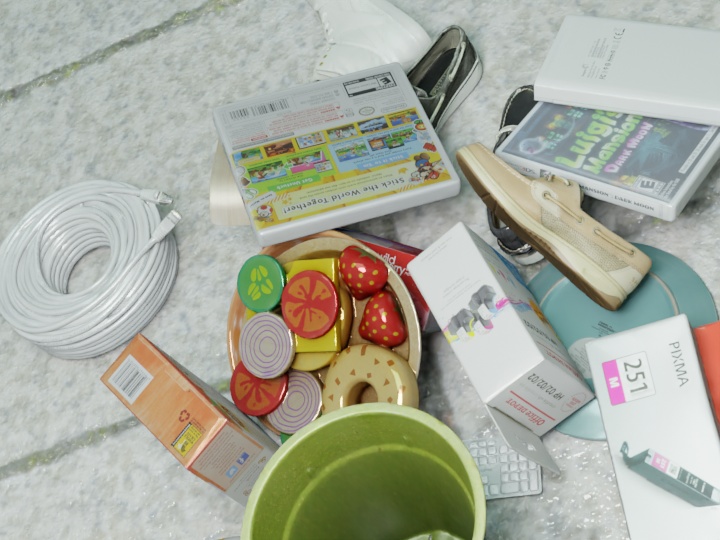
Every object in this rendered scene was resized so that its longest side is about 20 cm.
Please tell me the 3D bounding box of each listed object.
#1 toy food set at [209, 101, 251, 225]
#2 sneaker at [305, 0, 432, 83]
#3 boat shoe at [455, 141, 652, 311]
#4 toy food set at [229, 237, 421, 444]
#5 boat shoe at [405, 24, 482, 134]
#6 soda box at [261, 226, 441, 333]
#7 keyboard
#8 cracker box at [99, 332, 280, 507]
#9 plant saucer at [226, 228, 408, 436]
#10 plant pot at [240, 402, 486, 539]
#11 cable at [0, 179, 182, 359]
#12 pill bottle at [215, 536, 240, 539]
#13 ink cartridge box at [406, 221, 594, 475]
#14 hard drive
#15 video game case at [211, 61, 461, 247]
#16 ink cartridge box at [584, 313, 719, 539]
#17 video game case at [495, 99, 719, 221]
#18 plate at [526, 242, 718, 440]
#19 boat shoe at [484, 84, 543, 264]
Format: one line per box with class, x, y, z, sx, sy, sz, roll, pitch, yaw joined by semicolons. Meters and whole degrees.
toy food set;-0.071;-0.110;1.444;0.142;0.061;0.201;-1;37;3
sneaker;-0.027;-0.254;1.548;0.116;0.074;0.200;-44;56;-11
boat shoe;0.171;-0.052;1.280;0.200;0.071;0.065;43;88;3
toy food set;-0.035;0.071;1.290;0.196;0.049;0.202;-4;88;30
boat shoe;0.051;-0.165;1.466;0.070;0.064;0.201;23;72;32
soda box;0.000;0.000;1.376;0.198;0.063;0.071;17;98;29
keyboard;0.065;0.184;1.284;0.198;0.011;0.057;-9;58;18
cracker box;-0.128;0.148;1.268;0.058;0.200;0.134;-49;55;-4
plant saucer;-0.036;0.062;1.340;0.198;0.037;0.203;-1;89;30
plant pot;0.030;0.237;1.157;0.198;0.190;0.202;-10;58;16
cable;-0.291;-0.005;1.512;0.199;0.069;0.201;20;71;32
pill bottle;-0.141;0.292;1.248;0.198;0.104;0.105;-14;56;14
ink cartridge box;0.130;0.068;1.235;0.068;0.115;0.201;-38;55;14
hard drive;0.279;-0.194;1.368;0.198;0.026;0.132;11;44;19
video game case;-0.026;-0.115;1.373;0.198;0.023;0.183;-15;50;-10
ink cartridge box;0.292;0.132;1.179;0.172;0.044;0.202;-18;64;17
video game case;0.252;-0.135;1.342;0.181;0.024;0.200;20;48;28
plate;0.221;0.056;1.287;0.198;0.026;0.202;-10;58;16
boat shoe;0.155;-0.105;1.384;0.073;0.060;0.202;-12;55;35
